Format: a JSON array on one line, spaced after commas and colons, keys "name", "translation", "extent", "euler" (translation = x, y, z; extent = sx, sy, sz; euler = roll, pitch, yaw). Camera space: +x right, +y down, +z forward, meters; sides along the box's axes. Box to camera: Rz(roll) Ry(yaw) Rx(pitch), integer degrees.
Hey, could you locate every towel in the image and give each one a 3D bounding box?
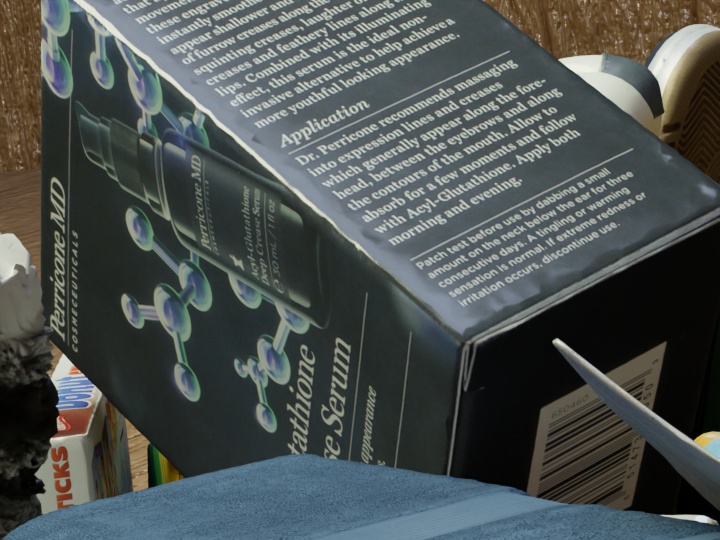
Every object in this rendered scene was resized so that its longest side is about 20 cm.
[{"name": "towel", "translation": [0.002, 0.079, 0.606], "extent": [0.111, 0.049, 0.200], "euler": [-10, 8, -30]}]

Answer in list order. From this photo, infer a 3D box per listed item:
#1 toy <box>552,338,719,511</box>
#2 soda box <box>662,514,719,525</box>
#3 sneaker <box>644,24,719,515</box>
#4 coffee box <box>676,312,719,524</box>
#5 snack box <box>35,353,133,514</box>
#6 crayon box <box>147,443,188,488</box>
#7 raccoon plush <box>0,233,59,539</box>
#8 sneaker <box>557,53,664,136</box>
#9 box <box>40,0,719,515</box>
[{"name": "toy", "translation": [0.123, 0.063, 0.630], "extent": [0.115, 0.047, 0.200], "euler": [37, -6, 28]}, {"name": "soda box", "translation": [0.007, 0.110, 0.751], "extent": [0.199, 0.064, 0.068], "euler": [-3, 42, 31]}, {"name": "sneaker", "translation": [0.079, -0.008, 1.008], "extent": [0.070, 0.201, 0.108], "euler": [-20, 38, -38]}, {"name": "coffee box", "translation": [0.215, 0.030, 1.016], "extent": [0.199, 0.124, 0.044], "euler": [-9, 32, -25]}, {"name": "snack box", "translation": [-0.095, 0.076, 0.973], "extent": [0.024, 0.073, 0.200], "euler": [-6, 6, -2]}, {"name": "crayon box", "translation": [-0.005, 0.082, 0.959], "extent": [0.126, 0.051, 0.200], "euler": [-1, -2, -8]}, {"name": "raccoon plush", "translation": [-0.162, 0.080, 0.797], "extent": [0.133, 0.201, 0.097], "euler": [-22, 38, -30]}, {"name": "sneaker", "translation": [0.040, -0.018, 0.954], "extent": [0.071, 0.073, 0.200], "euler": [-47, 13, -29]}, {"name": "box", "translation": [0.000, 0.000, 0.844], "extent": [0.107, 0.149, 0.200], "euler": [-26, 50, -30]}]
